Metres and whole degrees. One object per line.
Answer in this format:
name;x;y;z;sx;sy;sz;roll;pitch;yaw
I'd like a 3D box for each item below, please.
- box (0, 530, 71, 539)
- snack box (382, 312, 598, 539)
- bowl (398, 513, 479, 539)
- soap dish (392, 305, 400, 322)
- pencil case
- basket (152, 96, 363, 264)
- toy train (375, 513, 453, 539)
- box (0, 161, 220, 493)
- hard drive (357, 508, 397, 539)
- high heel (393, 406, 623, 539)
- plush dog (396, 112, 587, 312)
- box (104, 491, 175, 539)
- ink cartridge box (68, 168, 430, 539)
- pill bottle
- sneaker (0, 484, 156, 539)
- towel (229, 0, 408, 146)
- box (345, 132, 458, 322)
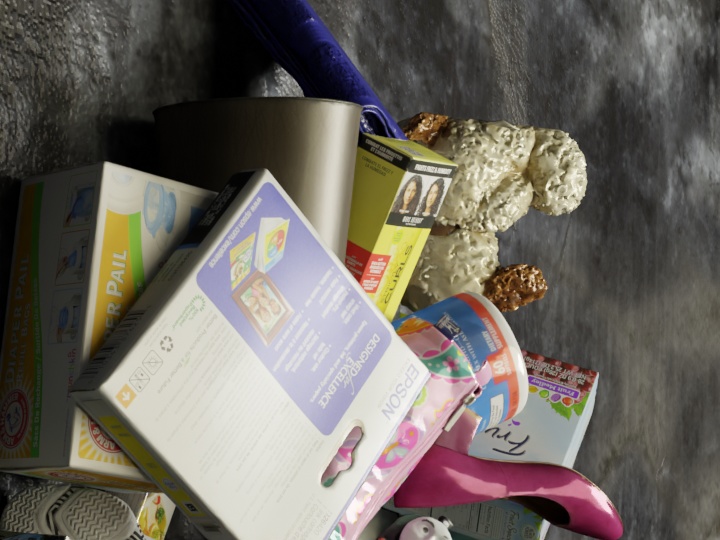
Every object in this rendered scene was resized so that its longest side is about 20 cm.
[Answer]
box;-0.194;0.223;1.295;0.200;0.136;0.038;53;46;-47
snack box;0.083;0.135;1.745;0.068;0.199;0.169;92;20;-45
bowl;0.084;0.264;1.812;0.201;0.104;0.203;5;90;-82
soap dish;-0.043;-0.021;1.643;0.200;0.081;0.159;-5;93;-61
pencil case;0.010;0.127;1.523;0.200;0.087;0.088;-48;134;-21
basket;-0.074;-0.015;1.463;0.135;0.180;0.202;2;87;-37
toy train;0.016;0.248;1.606;0.114;0.085;0.200;-45;173;-22
box;-0.165;0.041;1.361;0.112;0.101;0.202;14;76;-40
hard drive;-0.029;0.254;1.718;0.200;0.026;0.133;28;64;-59
high heel;0.114;0.186;1.602;0.199;0.067;0.097;31;66;-13
plush dog;0.077;-0.043;1.755;0.160;0.199;0.173;2;95;-62
box;-0.154;0.155;1.473;0.039;0.041;0.201;54;43;-43
ink cartridge box;-0.066;0.073;1.349;0.200;0.047;0.198;52;55;-27
pill bottle;0.025;0.102;1.651;0.199;0.112;0.113;-23;114;-21
sneaker;-0.148;0.216;1.375;0.115;0.199;0.075;100;14;-61
towel;-0.029;-0.150;1.604;0.200;0.049;0.148;56;5;31
box;0.000;0.000;1.532;0.075;0.050;0.201;5;112;-59
